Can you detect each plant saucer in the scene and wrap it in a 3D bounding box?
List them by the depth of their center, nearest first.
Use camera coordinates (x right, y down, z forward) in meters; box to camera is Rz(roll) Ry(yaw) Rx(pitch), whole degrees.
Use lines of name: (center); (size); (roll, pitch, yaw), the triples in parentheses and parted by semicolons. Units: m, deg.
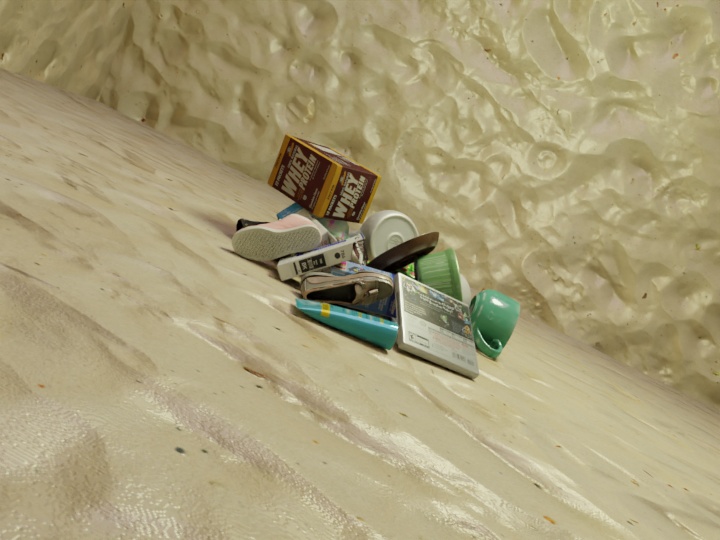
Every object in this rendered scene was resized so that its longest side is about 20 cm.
plant saucer: (0.106, -0.036, 1.613); (0.033, 0.197, 0.200); (64, 15, 8)

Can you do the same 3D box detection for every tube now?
tube: (-0.028, 0.092, 1.229); (0.195, 0.052, 0.077); (19, 0, -9)

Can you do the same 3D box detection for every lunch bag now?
lunch bag: (-0.107, -0.091, 1.799); (0.158, 0.078, 0.201); (30, -24, 8)

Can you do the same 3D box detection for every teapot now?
teapot: (0.065, -0.075, 1.888); (0.202, 0.197, 0.145); (57, -22, -20)

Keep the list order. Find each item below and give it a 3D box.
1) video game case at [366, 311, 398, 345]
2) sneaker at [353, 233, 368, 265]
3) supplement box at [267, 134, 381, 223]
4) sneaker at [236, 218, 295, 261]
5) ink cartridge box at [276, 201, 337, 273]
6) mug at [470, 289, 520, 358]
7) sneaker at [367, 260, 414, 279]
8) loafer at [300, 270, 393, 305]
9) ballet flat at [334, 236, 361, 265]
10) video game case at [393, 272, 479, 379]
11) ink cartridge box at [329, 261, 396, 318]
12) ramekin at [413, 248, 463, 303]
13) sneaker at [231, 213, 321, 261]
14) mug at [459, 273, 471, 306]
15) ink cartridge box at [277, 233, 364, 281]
video game case: (0.129, 0.148, 1.439); (0.197, 0.023, 0.182); (22, 8, -30)
sneaker: (-0.041, -0.031, 1.709); (0.112, 0.077, 0.201); (-12, 24, 5)
supplement box: (-0.090, -0.229, 1.701); (0.196, 0.135, 0.198); (34, 17, 31)
sneaker: (-0.228, -0.067, 1.596); (0.104, 0.077, 0.199); (8, 14, -31)
ink cartridge box: (-0.120, -0.064, 1.618); (0.200, 0.066, 0.118); (44, -23, 44)
mug: (0.340, 0.132, 1.773); (0.112, 0.155, 0.185); (25, 7, -1)
sneaker: (0.073, 0.020, 1.751); (0.195, 0.086, 0.076); (4, 17, 31)
loafer: (-0.026, 0.044, 1.360); (0.194, 0.074, 0.063); (1, 27, -6)
ballet flat: (0.000, 0.000, 1.587); (0.202, 0.046, 0.067); (56, -12, -6)
video game case: (0.155, 0.113, 1.380); (0.196, 0.023, 0.185); (24, 42, -25)
ink cartridge box: (0.023, 0.041, 1.478); (0.195, 0.078, 0.137); (16, 10, -3)
ramekin: (0.184, 0.054, 1.601); (0.095, 0.206, 0.200); (-6, 8, 1)
sneaker: (-0.187, -0.076, 1.493); (0.194, 0.077, 0.105); (-7, 20, -7)
mug: (0.182, 0.083, 1.788); (0.151, 0.186, 0.152); (3, 54, -49)
ink cartridge box: (-0.081, -0.029, 1.443); (0.195, 0.040, 0.100); (-18, 9, 1)
